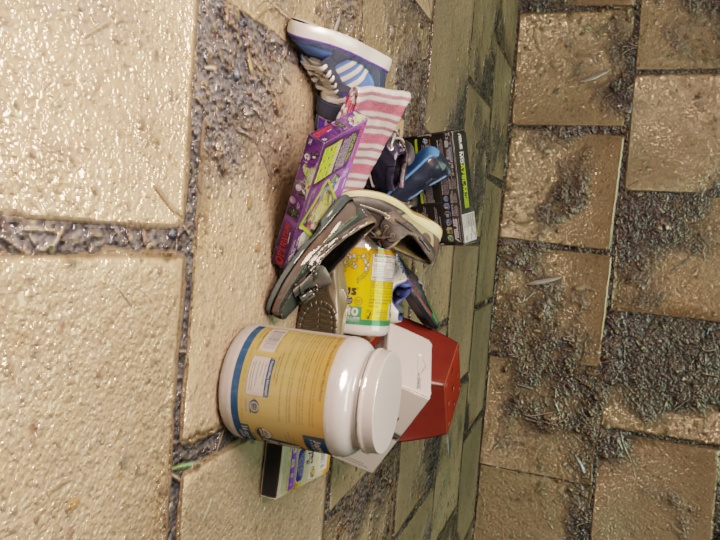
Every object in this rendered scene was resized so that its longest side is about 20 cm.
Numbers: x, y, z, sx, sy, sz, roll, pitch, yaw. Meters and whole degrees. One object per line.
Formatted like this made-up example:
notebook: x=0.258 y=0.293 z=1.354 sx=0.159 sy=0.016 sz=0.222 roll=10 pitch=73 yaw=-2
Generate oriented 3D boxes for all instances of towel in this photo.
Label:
towel: x=-0.005 y=-0.175 z=1.023 sx=0.146 sy=0.030 sz=0.201 roll=-19 pitch=144 yaw=-55

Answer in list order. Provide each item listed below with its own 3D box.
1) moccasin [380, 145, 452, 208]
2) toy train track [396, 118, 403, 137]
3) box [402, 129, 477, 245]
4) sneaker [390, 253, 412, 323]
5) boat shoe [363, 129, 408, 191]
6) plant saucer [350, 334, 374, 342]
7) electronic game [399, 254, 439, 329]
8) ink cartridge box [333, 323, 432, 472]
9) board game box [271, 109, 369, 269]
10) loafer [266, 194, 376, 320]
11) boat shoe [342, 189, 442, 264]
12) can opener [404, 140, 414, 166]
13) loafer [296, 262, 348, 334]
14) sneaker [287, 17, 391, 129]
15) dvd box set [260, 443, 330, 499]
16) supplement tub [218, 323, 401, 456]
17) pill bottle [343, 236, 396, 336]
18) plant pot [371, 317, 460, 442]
moccasin: x=0.075 y=-0.130 z=1.217 sx=0.068 sy=0.199 sz=0.081 roll=37 pitch=44 yaw=-21
toy train track: x=0.059 y=-0.200 z=1.381 sx=0.115 sy=0.032 sz=0.202 roll=-120 pitch=-151 yaw=-57
box: x=0.113 y=-0.146 z=1.278 sx=0.047 sy=0.192 sz=0.203 roll=-17 pitch=103 yaw=-42
sneaker: x=0.057 y=0.014 z=1.260 sx=0.076 sy=0.087 sz=0.202 roll=64 pitch=35 yaw=-54
boat shoe: x=0.036 y=-0.222 z=1.114 sx=0.074 sy=0.092 sz=0.202 roll=-27 pitch=126 yaw=-46
plant saucer: x=0.009 y=0.035 z=1.307 sx=0.200 sy=0.032 sz=0.203 roll=5 pitch=90 yaw=-71
electronic game: x=0.106 y=0.031 z=1.442 sx=0.201 sy=0.041 sz=0.200 roll=58 pitch=7 yaw=-11
ink cartridge box: x=0.035 y=0.211 z=1.170 sx=0.201 sy=0.084 sz=0.147 roll=-59 pitch=-168 yaw=31
board game box: x=-0.055 y=-0.106 z=0.935 sx=0.120 sy=0.032 sz=0.201 roll=-36 pitch=155 yaw=-50
loafer: x=-0.052 y=-0.012 z=0.963 sx=0.201 sy=0.063 sz=0.072 roll=-56 pitch=167 yaw=-13
boat shoe: x=0.047 y=-0.064 z=1.067 sx=0.198 sy=0.073 sz=0.066 roll=19 pitch=63 yaw=-30
can opener: x=0.054 y=-0.229 z=1.236 sx=0.201 sy=0.066 sz=0.053 roll=-99 pitch=177 yaw=-47
loafer: x=-0.050 y=0.050 z=1.064 sx=0.067 sy=0.075 sz=0.203 roll=0 pitch=95 yaw=-65
sneaker: x=-0.043 y=-0.258 z=0.997 sx=0.199 sy=0.080 sz=0.148 roll=4 pitch=112 yaw=-51
dvd box set: x=-0.089 y=0.253 z=1.074 sx=0.200 sy=0.029 sz=0.148 roll=11 pitch=85 yaw=-71
supplement tub: x=-0.059 y=0.148 z=0.870 sx=0.144 sy=0.198 sz=0.147 roll=6 pitch=90 yaw=-71
pill bottle: x=0.000 y=0.000 z=1.143 sx=0.113 sy=0.111 sz=0.203 roll=5 pitch=91 yaw=-71
plant pot: x=0.105 y=0.228 z=1.426 sx=0.200 sy=0.174 sz=0.202 roll=-59 pitch=150 yaw=-51
